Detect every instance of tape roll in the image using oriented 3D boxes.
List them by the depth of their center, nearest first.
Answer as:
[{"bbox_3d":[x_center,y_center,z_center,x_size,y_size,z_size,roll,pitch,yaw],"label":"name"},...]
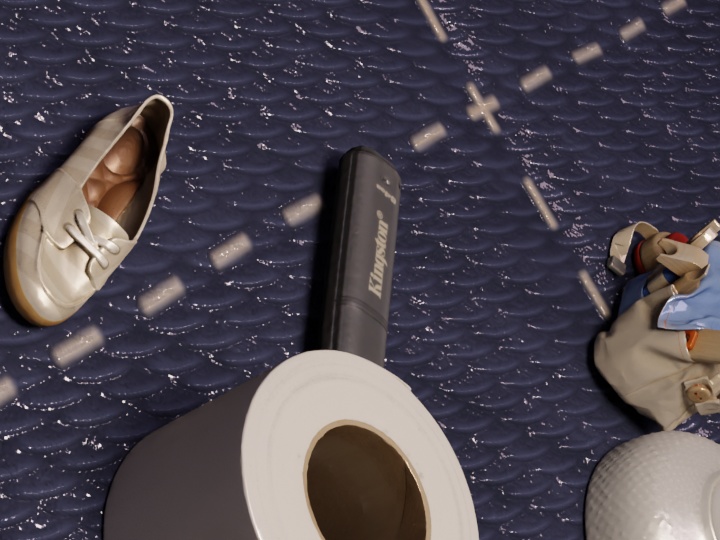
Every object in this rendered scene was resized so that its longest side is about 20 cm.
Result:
[{"bbox_3d":[-0.042,0.167,1.488,0.202,0.139,0.204,25,52,-36],"label":"tape roll"}]

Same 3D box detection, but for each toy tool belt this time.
[{"bbox_3d":[0.272,0.025,1.916,0.125,0.123,0.201,37,41,-21],"label":"toy tool belt"}]

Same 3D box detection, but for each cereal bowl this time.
[{"bbox_3d":[0.269,0.213,1.844,0.200,0.083,0.201,27,49,-35],"label":"cereal bowl"}]

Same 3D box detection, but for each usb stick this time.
[{"bbox_3d":[0.000,0.000,1.703,0.055,0.033,0.201,31,48,-31],"label":"usb stick"}]

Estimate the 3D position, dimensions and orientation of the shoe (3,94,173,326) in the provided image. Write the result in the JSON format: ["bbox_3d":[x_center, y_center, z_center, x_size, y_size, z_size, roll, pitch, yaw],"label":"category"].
[{"bbox_3d":[-0.173,-0.044,1.536,0.070,0.053,0.200,44,42,-20],"label":"shoe"}]
